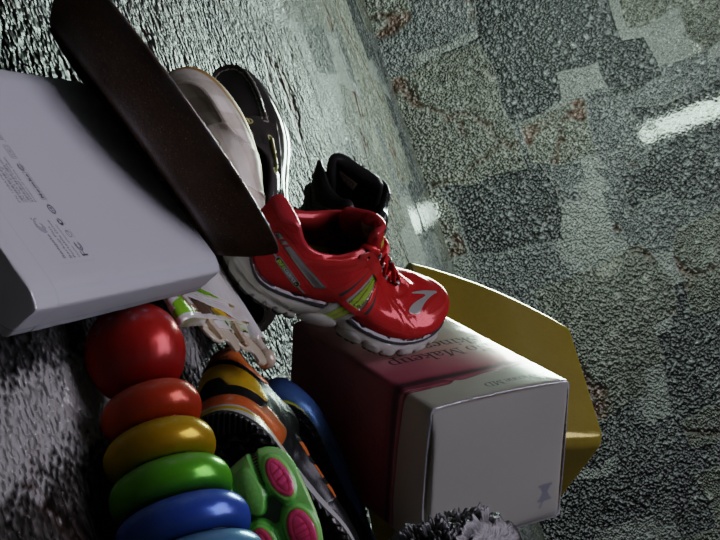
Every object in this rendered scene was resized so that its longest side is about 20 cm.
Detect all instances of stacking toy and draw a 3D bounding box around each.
[{"bbox_3d":[-0.095,0.106,0.625,0.085,0.084,0.202,50,19,-65],"label":"stacking toy"}]

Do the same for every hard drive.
[{"bbox_3d":[-0.147,-0.039,0.585,0.133,0.027,0.200,53,14,5],"label":"hard drive"}]

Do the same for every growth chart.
[{"bbox_3d":[-0.116,-0.012,0.745,0.146,0.018,0.200,59,8,26],"label":"growth chart"}]

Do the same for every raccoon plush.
[{"bbox_3d":[0.010,0.180,0.733,0.199,0.133,0.098,33,58,-37],"label":"raccoon plush"}]

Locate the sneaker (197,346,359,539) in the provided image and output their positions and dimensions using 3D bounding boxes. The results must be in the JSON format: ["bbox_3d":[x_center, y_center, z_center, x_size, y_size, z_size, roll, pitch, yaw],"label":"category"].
[{"bbox_3d":[-0.050,0.136,0.828,0.091,0.069,0.201,-91,159,-52],"label":"sneaker"}]

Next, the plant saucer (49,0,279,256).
[{"bbox_3d":[-0.119,-0.082,0.712,0.201,0.034,0.200,53,-7,9],"label":"plant saucer"}]

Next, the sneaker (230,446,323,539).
[{"bbox_3d":[-0.047,0.197,0.762,0.084,0.075,0.203,-99,178,-70],"label":"sneaker"}]

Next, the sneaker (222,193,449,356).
[{"bbox_3d":[0.000,0.000,0.873,0.198,0.085,0.077,17,32,-41],"label":"sneaker"}]

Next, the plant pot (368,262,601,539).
[{"bbox_3d":[0.111,0.137,1.179,0.201,0.174,0.202,115,-28,-44],"label":"plant pot"}]

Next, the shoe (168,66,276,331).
[{"bbox_3d":[-0.100,-0.050,0.897,0.053,0.069,0.203,-90,163,-86],"label":"shoe"}]

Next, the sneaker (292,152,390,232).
[{"bbox_3d":[-0.028,-0.041,1.040,0.199,0.075,0.116,30,-77,69],"label":"sneaker"}]

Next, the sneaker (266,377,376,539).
[{"bbox_3d":[-0.028,0.172,0.910,0.079,0.065,0.203,-82,152,-77],"label":"sneaker"}]

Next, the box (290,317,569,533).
[{"bbox_3d":[0.046,0.109,0.938,0.199,0.126,0.111,26,-62,54],"label":"box"}]

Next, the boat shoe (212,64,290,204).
[{"bbox_3d":[-0.093,-0.086,1.000,0.061,0.071,0.204,59,17,-65],"label":"boat shoe"}]
